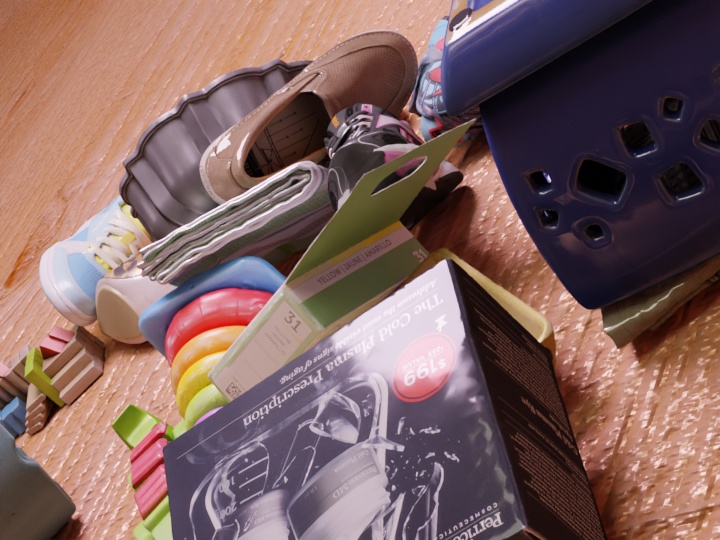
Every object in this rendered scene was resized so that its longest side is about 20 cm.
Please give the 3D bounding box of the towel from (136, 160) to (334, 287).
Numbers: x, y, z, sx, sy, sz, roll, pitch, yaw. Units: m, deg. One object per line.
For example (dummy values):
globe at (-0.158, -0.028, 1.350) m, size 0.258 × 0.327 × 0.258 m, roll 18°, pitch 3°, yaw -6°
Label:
towel at (-0.071, -0.023, 1.368) m, size 0.148 × 0.031 × 0.200 m, roll -28°, pitch -11°, yaw 8°

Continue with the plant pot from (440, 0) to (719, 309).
plant pot at (0.157, -0.133, 1.010) m, size 0.199 × 0.180 × 0.201 m, roll -28°, pitch 31°, yaw 32°

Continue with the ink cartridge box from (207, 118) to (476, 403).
ink cartridge box at (0.000, 0.000, 1.191) m, size 0.200 × 0.048 × 0.145 m, roll -48°, pitch -11°, yaw 36°

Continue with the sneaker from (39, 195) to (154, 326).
sneaker at (-0.220, -0.033, 1.717) m, size 0.130 × 0.080 × 0.200 m, roll -38°, pitch 14°, yaw 21°

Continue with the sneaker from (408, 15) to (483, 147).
sneaker at (0.089, -0.126, 1.363) m, size 0.096 × 0.079 × 0.200 m, roll -60°, pitch 15°, yaw 2°

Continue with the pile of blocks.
pile of blocks at (-0.320, 0.109, 1.715) m, size 0.199 × 0.062 × 0.082 m, roll -32°, pitch 26°, yaw 35°

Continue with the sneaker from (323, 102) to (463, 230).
sneaker at (0.004, -0.075, 1.278) m, size 0.080 × 0.086 × 0.200 m, roll -45°, pitch -10°, yaw 6°

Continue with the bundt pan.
bundt pan at (-0.084, -0.071, 1.450) m, size 0.202 × 0.201 × 0.076 m, roll -40°, pitch 63°, yaw 19°

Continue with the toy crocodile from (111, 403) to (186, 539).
toy crocodile at (-0.137, 0.150, 1.308) m, size 0.068 × 0.062 × 0.200 m, roll -45°, pitch 23°, yaw 7°

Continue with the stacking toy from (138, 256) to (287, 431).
stacking toy at (-0.083, 0.101, 1.264) m, size 0.116 × 0.110 × 0.201 m, roll -28°, pitch 39°, yaw 20°

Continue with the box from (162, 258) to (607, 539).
box at (0.012, 0.130, 0.935) m, size 0.199 × 0.104 × 0.183 m, roll -34°, pitch 41°, yaw 18°

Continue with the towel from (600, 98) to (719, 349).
towel at (0.210, -0.058, 1.070) m, size 0.200 × 0.035 × 0.193 m, roll -37°, pitch 27°, yaw 20°

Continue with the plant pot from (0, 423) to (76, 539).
plant pot at (-0.343, 0.202, 1.453) m, size 0.196 × 0.201 × 0.200 m, roll -44°, pitch 21°, yaw -12°

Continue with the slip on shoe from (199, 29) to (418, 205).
slip on shoe at (-0.029, -0.115, 1.352) m, size 0.199 × 0.076 × 0.060 m, roll -33°, pitch 7°, yaw -24°

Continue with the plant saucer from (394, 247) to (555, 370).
plant saucer at (0.028, 0.095, 1.116) m, size 0.200 × 0.048 × 0.200 m, roll -48°, pitch 23°, yaw -1°

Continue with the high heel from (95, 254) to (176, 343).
high heel at (-0.153, -0.004, 1.631) m, size 0.142 × 0.072 × 0.200 m, roll -35°, pitch -2°, yaw -35°
